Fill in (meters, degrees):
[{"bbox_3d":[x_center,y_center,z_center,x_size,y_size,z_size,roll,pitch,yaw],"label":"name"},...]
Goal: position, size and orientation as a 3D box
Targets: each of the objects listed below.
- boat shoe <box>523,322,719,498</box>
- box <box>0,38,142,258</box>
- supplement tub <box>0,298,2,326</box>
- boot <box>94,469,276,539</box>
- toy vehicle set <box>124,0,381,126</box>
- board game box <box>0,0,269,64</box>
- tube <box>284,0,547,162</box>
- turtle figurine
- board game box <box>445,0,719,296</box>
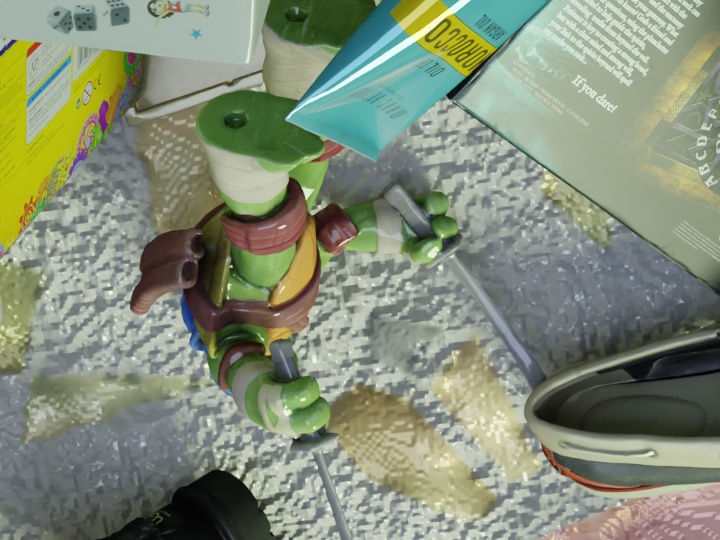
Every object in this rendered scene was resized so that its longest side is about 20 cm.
[{"bbox_3d":[0.168,0.050,0.816,0.199,0.071,0.063,-14,147,21],"label":"boat shoe"},{"bbox_3d":[-0.206,-0.093,0.728,0.192,0.200,0.122,14,124,11],"label":"box"},{"bbox_3d":[-0.265,0.042,0.848,0.200,0.123,0.123,-37,102,17],"label":"supplement tub"},{"bbox_3d":[-0.095,0.209,0.871,0.158,0.079,0.212,-27,100,-31],"label":"boot"},{"bbox_3d":[-0.073,-0.172,0.801,0.124,0.027,0.201,-16,107,11],"label":"toy vehicle set"},{"bbox_3d":[-0.122,-0.138,0.637,0.199,0.148,0.064,7,124,2],"label":"board game box"},{"bbox_3d":[0.057,-0.117,0.665,0.200,0.077,0.050,-45,63,11],"label":"tube"},{"bbox_3d":[0.000,0.000,0.782,0.144,0.200,0.194,-29,143,-25],"label":"turtle figurine"},{"bbox_3d":[0.140,-0.074,0.761,0.200,0.028,0.135,32,109,-37],"label":"board game box"}]
